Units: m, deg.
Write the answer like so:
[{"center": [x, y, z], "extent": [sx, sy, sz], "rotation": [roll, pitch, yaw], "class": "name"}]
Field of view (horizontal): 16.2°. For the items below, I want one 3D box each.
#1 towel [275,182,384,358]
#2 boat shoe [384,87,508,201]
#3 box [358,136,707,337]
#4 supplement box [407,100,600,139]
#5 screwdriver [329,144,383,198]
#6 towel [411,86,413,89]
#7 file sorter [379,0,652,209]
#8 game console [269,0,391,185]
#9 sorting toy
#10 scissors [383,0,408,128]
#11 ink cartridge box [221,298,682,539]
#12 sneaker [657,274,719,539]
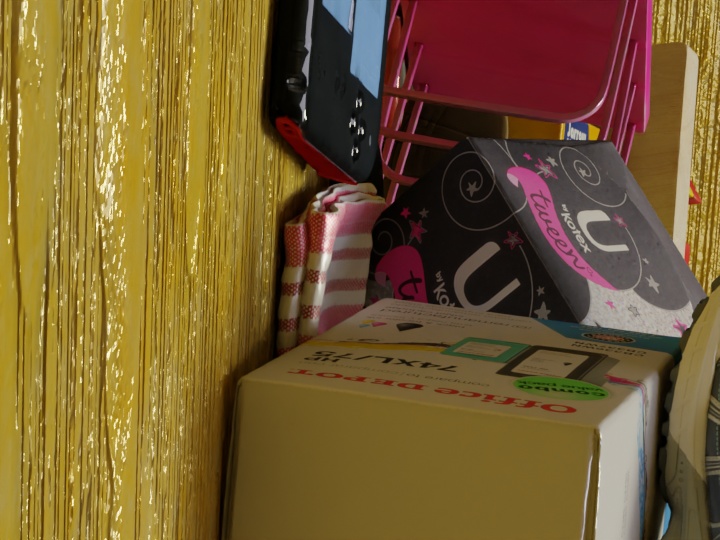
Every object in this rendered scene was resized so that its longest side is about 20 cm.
[{"center": [-0.018, 0.064, 1.146], "extent": [0.146, 0.030, 0.200], "rotation": [-45, 140, -80], "class": "towel"}, {"center": [0.041, -0.024, 1.501], "extent": [0.065, 0.073, 0.200], "rotation": [98, 6, -76], "class": "boat shoe"}, {"center": [0.099, 0.045, 1.217], "extent": [0.132, 0.115, 0.200], "rotation": [-2, 56, -53], "class": "box"}, {"center": [0.081, 0.002, 1.578], "extent": [0.109, 0.109, 0.200], "rotation": [12, 82, -70], "class": "supplement box"}, {"center": [0.000, 0.000, 1.276], "extent": [0.200, 0.028, 0.029], "rotation": [86, -19, -49], "class": "screwdriver"}, {"center": [0.096, -0.162, 1.576], "extent": [0.200, 0.132, 0.035], "rotation": [86, 6, -53], "class": "towel"}, {"center": [0.076, -0.093, 1.361], "extent": [0.200, 0.139, 0.126], "rotation": [79, 25, -63], "class": "file sorter"}, {"center": [-0.007, -0.144, 1.085], "extent": [0.177, 0.031, 0.200], "rotation": [49, 46, -82], "class": "game console"}, {"center": [0.136, -0.037, 1.688], "extent": [0.070, 0.200, 0.199], "rotation": [29, 63, -52], "class": "sorting toy"}, {"center": [0.018, -0.157, 1.416], "extent": [0.200, 0.014, 0.073], "rotation": [85, 15, -53], "class": "scissors"}, {"center": [0.043, 0.104, 1.037], "extent": [0.200, 0.147, 0.146], "rotation": [-27, 123, -72], "class": "ink cartridge box"}, {"center": [0.167, 0.094, 1.042], "extent": [0.078, 0.086, 0.200], "rotation": [36, 62, -72], "class": "sneaker"}]
